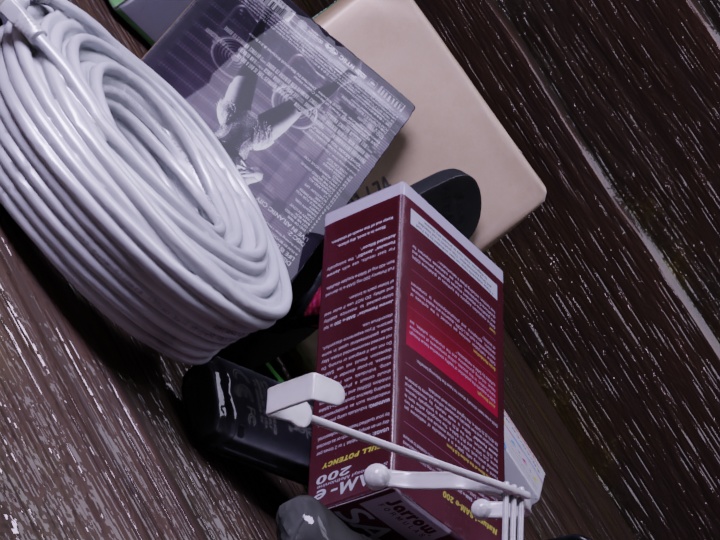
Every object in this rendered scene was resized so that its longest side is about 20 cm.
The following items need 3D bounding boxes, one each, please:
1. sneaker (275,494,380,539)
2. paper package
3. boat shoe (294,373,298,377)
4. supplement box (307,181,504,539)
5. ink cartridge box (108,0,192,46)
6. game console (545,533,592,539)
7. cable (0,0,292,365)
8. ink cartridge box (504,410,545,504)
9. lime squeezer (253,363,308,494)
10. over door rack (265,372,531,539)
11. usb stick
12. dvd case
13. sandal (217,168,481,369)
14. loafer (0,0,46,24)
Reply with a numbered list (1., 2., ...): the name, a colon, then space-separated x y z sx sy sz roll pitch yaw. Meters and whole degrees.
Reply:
1. sneaker: 0.027 0.174 1.002 0.200 0.091 0.076 50 11 -36
2. paper package: -0.013 -0.061 1.263 0.191 0.200 0.103 54 -9 -7
3. boat shoe: -0.016 0.049 1.346 0.200 0.069 0.084 60 8 21
4. supplement box: 0.029 0.064 1.074 0.109 0.061 0.201 40 39 -39
5. ink cartridge box: -0.186 -0.284 1.606 0.200 0.084 0.146 60 7 23
6. game console: 0.154 0.254 1.409 0.200 0.116 0.176 55 7 -18
7. cable: -0.119 -0.042 0.969 0.200 0.069 0.200 58 13 25
8. ink cartridge box: 0.105 0.157 1.699 0.115 0.068 0.200 57 7 2
9. lime squeezer: -0.031 0.103 1.136 0.071 0.038 0.200 52 9 -34
10. over door rack: 0.010 0.149 0.894 0.200 0.066 0.148 32 52 -47
11. usb stick: -0.026 0.095 1.059 0.200 0.033 0.056 28 43 -51
12. dvd case: -0.067 -0.082 1.136 0.149 0.016 0.200 40 51 -7
13. sandal: 0.000 0.000 1.163 0.045 0.200 0.075 40 -29 42
14. loafer: -0.140 -0.093 1.147 0.200 0.063 0.072 57 8 0
